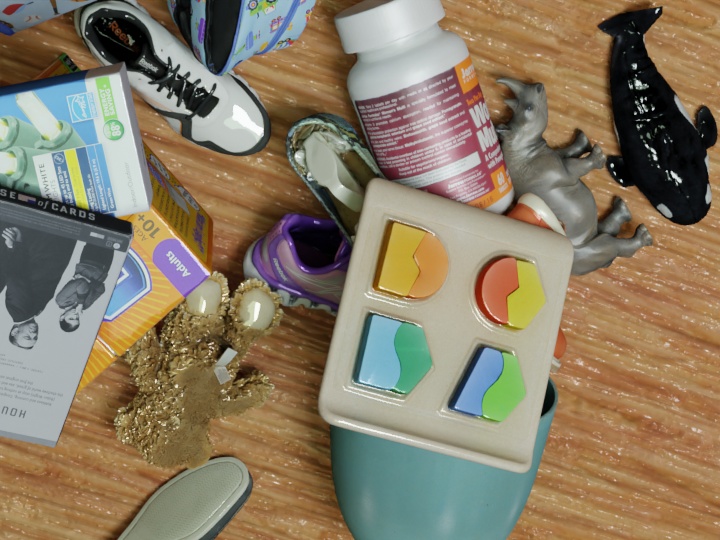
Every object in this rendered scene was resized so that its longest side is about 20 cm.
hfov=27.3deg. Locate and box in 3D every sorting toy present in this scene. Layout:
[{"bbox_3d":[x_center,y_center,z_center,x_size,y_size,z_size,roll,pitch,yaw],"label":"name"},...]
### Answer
[{"bbox_3d":[0.072,0.042,1.168,0.183,0.036,0.203,16,77,-14],"label":"sorting toy"}]

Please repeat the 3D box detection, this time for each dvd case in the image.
[{"bbox_3d":[-0.264,0.033,1.072,0.148,0.025,0.202,15,120,-19],"label":"dvd case"}]

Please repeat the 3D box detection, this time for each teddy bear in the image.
[{"bbox_3d":[-0.143,0.080,1.299,0.143,0.067,0.202,-6,129,-22],"label":"teddy bear"}]

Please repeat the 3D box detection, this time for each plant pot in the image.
[{"bbox_3d":[0.063,0.166,1.299,0.197,0.201,0.163,5,111,-7],"label":"plant pot"}]

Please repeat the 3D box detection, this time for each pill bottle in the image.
[{"bbox_3d":[0.052,-0.136,1.263,0.108,0.110,0.202,-20,105,0],"label":"pill bottle"}]

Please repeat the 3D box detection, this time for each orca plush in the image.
[{"bbox_3d":[0.272,-0.130,1.304,0.104,0.071,0.203,-8,104,-3],"label":"orca plush"}]

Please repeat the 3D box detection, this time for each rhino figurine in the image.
[{"bbox_3d":[0.173,-0.085,1.313,0.087,0.060,0.201,-33,103,0],"label":"rhino figurine"}]

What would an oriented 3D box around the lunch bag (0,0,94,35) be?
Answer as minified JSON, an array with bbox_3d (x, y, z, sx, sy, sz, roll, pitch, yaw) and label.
[{"bbox_3d":[-0.257,-0.316,1.168,0.168,0.124,0.203,-16,79,14],"label":"lunch bag"}]

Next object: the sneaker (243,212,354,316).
[{"bbox_3d":[0.000,0.000,1.291,0.197,0.081,0.089,15,144,-9],"label":"sneaker"}]

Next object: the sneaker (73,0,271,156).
[{"bbox_3d":[-0.161,-0.160,1.253,0.199,0.080,0.074,35,98,-13],"label":"sneaker"}]

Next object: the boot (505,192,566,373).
[{"bbox_3d":[0.155,0.014,1.297,0.108,0.075,0.200,-51,145,-10],"label":"boot"}]

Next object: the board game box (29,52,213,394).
[{"bbox_3d":[-0.257,-0.028,1.212,0.199,0.200,0.200,-41,103,5],"label":"board game box"}]

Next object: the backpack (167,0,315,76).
[{"bbox_3d":[-0.082,-0.263,1.189,0.133,0.183,0.202,-4,123,-27],"label":"backpack"}]

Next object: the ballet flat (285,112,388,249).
[{"bbox_3d":[0.002,-0.049,1.221,0.074,0.074,0.200,-42,70,6],"label":"ballet flat"}]

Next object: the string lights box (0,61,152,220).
[{"bbox_3d":[-0.257,-0.078,1.066,0.197,0.059,0.104,-12,106,-2],"label":"string lights box"}]

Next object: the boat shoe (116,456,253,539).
[{"bbox_3d":[-0.173,0.252,1.367,0.200,0.072,0.068,-45,140,-1],"label":"boat shoe"}]
